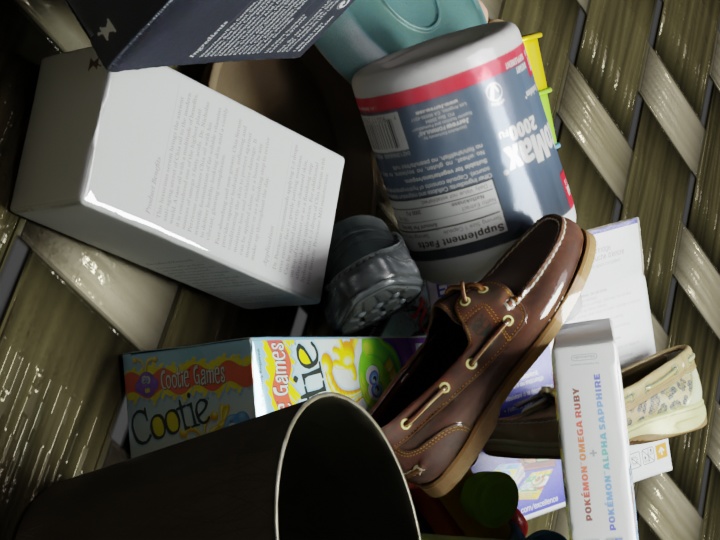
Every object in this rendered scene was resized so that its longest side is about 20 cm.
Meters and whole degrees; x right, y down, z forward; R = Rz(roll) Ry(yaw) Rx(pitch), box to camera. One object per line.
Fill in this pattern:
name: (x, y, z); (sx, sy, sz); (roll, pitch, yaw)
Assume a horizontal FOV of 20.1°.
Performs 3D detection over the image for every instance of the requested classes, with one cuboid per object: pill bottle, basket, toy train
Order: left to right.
basket: (-0.085, 0.164, 1.134); (0.136, 0.199, 0.181); (-26, 106, -56)
toy train: (0.063, 0.145, 1.388); (0.085, 0.116, 0.200); (-41, 111, -20)
pill bottle: (0.079, -0.056, 1.371); (0.120, 0.119, 0.201); (-36, 111, -54)

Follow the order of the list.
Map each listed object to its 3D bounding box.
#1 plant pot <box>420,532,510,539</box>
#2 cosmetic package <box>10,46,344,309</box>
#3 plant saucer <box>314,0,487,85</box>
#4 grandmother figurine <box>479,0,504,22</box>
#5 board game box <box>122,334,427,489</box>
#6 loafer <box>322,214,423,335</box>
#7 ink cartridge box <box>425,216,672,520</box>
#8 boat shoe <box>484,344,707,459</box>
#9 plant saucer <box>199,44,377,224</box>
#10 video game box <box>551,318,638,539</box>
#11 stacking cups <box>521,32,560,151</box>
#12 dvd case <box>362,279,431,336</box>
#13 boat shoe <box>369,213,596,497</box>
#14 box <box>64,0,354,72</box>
plant pot: (0.038, 0.245, 1.316); (0.200, 0.184, 0.201); (19, 67, -53)
cosmetic package: (-0.107, -0.053, 1.239); (0.200, 0.071, 0.102); (26, 68, -43)
plant saucer: (0.027, -0.194, 1.472); (0.200, 0.027, 0.201); (28, 42, -29)
grandmother figurine: (0.054, -0.145, 1.523); (0.121, 0.061, 0.200); (27, 36, 1)
board game box: (-0.046, 0.097, 1.297); (0.200, 0.105, 0.103); (2, 82, -56)
loafer: (0.000, 0.000, 1.325); (0.071, 0.068, 0.201); (62, 2, 2)
ink cartridge box: (0.135, 0.077, 1.515); (0.197, 0.047, 0.201); (-14, 98, -29)
boat shoe: (0.168, 0.098, 1.474); (0.199, 0.073, 0.063); (-9, 95, -39)
plant saucer: (-0.053, -0.080, 1.396); (0.200, 0.029, 0.201); (20, 66, -54)
video game box: (0.154, 0.129, 1.315); (0.200, 0.047, 0.183); (-17, 99, -83)
stacking cups: (0.122, -0.066, 1.445); (0.060, 0.060, 0.201); (-20, 98, -56)
dvd case: (0.054, 0.072, 1.529); (0.146, 0.022, 0.200); (61, 37, -28)
boat shoe: (0.074, 0.043, 1.279); (0.070, 0.070, 0.200); (37, 77, -18)
box: (-0.106, -0.233, 1.208); (0.197, 0.117, 0.200); (56, 31, 12)
